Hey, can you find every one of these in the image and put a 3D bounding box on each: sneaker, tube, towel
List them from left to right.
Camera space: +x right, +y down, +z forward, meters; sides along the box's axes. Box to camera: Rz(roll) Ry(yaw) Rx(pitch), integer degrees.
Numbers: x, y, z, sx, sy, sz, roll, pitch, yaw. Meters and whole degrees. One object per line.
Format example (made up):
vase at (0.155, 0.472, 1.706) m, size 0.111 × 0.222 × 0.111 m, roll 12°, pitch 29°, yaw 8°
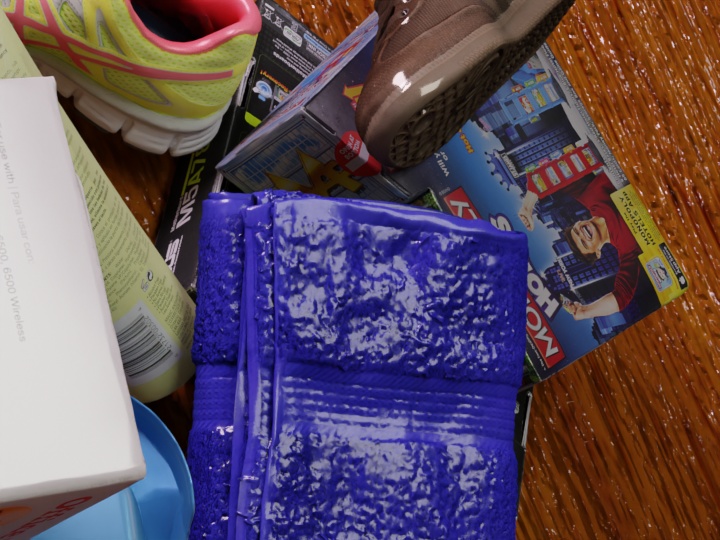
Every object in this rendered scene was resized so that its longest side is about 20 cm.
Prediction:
tube at (-0.125, -0.026, 1.120) m, size 0.200 × 0.052 × 0.058 m, roll 55°, pitch 25°, yaw -43°
sneaker at (-0.130, -0.127, 1.207) m, size 0.200 × 0.090 × 0.078 m, roll 23°, pitch 48°, yaw -22°
towel at (0.001, 0.071, 1.164) m, size 0.147 × 0.050 × 0.200 m, roll 5°, pitch 84°, yaw -21°
sneaker at (0.032, -0.108, 1.243) m, size 0.076 × 0.070 × 0.200 m, roll 38°, pitch 33°, yaw 7°

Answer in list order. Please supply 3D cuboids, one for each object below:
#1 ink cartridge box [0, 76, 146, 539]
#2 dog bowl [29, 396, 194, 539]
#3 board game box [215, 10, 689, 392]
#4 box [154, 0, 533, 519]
ink cartridge box at (-0.199, 0.030, 0.931) m, size 0.200 × 0.147 × 0.145 m, roll -7°, pitch 78°, yaw -35°
dog bowl at (-0.111, 0.137, 1.042) m, size 0.111 × 0.050 × 0.200 m, roll -7°, pitch 63°, yaw -7°
board game box at (0.035, -0.038, 1.285) m, size 0.200 × 0.062 × 0.200 m, roll -26°, pitch 84°, yaw -52°
box at (0.000, 0.000, 1.307) m, size 0.200 × 0.047 × 0.193 m, roll 36°, pitch 44°, yaw -26°
